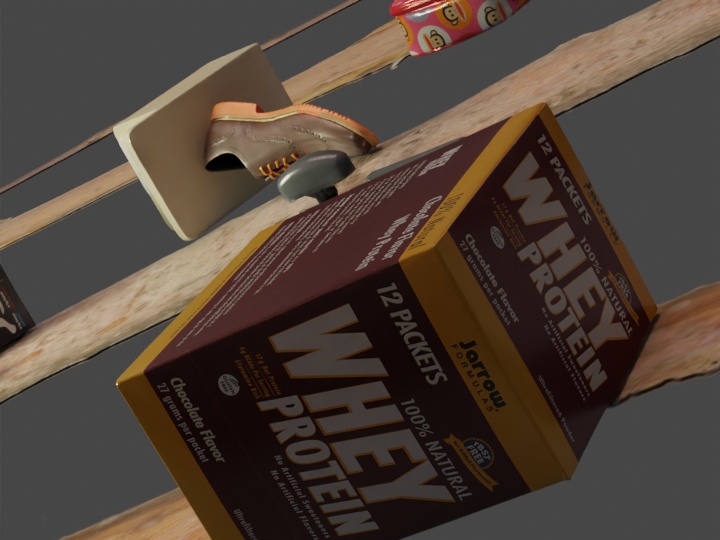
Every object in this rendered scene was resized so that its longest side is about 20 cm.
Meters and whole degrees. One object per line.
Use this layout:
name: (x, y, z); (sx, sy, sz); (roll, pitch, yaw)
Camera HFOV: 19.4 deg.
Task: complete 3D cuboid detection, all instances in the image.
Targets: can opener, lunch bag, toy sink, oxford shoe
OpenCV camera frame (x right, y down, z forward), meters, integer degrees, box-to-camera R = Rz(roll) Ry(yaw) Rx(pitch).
can opener: (0.008, -0.078, 1.737); (0.200, 0.067, 0.053); (-19, 17, 42)
lunch bag: (0.145, -0.323, 2.379); (0.176, 0.082, 0.200); (-14, 21, 40)
toy sink: (-0.169, -0.124, 2.185); (0.200, 0.131, 0.112); (-40, 16, -34)
oxford shoe: (-0.070, -0.119, 2.071); (0.199, 0.071, 0.073); (4, 68, 38)

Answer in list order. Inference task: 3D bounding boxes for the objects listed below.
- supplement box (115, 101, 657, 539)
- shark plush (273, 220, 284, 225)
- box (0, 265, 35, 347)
supplement box: (0.020, 0.038, 1.098); (0.199, 0.133, 0.197); (-24, 14, 29)
shark plush: (0.000, 0.000, 1.408); (0.091, 0.084, 0.200); (-33, 13, -14)
box: (-0.447, 0.038, 2.172); (0.115, 0.133, 0.200); (-36, 13, -31)
